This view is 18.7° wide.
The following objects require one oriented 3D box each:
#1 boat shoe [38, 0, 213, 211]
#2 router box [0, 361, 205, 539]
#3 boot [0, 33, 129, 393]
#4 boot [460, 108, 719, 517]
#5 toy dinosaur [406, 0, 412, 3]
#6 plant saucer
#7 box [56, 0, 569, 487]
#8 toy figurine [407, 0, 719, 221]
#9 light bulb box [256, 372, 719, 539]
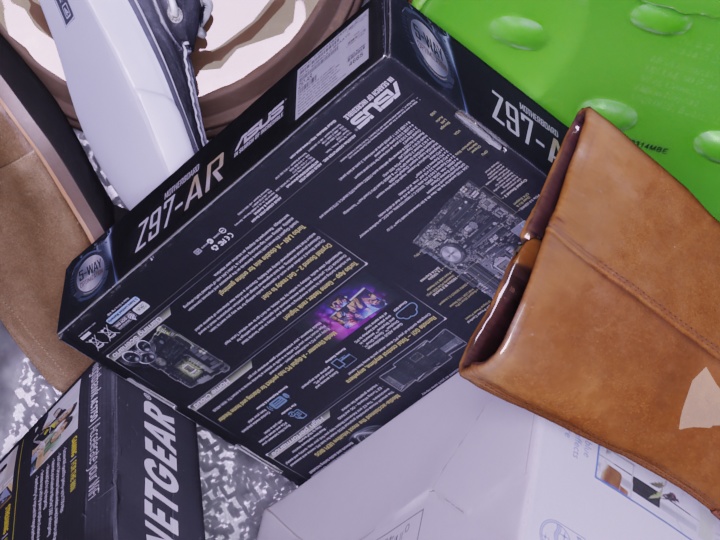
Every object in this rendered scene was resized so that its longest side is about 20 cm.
[{"bbox_3d":[-0.095,-0.111,0.930,0.068,0.072,0.201,-23,89,-27],"label":"boat shoe"},{"bbox_3d":[-0.128,0.131,0.876,0.051,0.200,0.149,39,104,-20],"label":"router box"},{"bbox_3d":[-0.149,-0.032,0.942,0.075,0.074,0.201,-29,107,8],"label":"boot"},{"bbox_3d":[0.151,0.006,0.798,0.200,0.068,0.189,34,78,-13],"label":"boot"},{"bbox_3d":[0.045,-0.067,0.957,0.200,0.105,0.182,-34,119,-21],"label":"toy dinosaur"},{"bbox_3d":[-0.091,-0.157,0.974,0.199,0.029,0.201,0,92,-4],"label":"plant saucer"},{"bbox_3d":[0.000,0.000,0.889,0.160,0.044,0.200,34,125,-27],"label":"box"},{"bbox_3d":[0.111,-0.136,0.917,0.199,0.185,0.151,13,134,-13],"label":"toy figurine"},{"bbox_3d":[0.082,0.149,0.872,0.200,0.125,0.198,34,134,-20],"label":"light bulb box"}]
